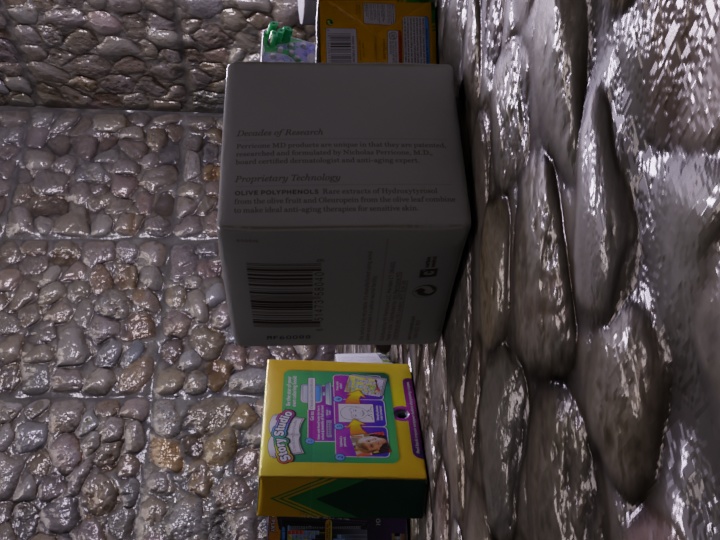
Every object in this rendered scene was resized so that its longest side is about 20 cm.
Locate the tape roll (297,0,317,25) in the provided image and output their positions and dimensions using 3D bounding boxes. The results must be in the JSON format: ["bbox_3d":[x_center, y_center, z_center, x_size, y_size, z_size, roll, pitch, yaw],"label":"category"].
[{"bbox_3d":[-0.042,-0.406,1.091,0.200,0.065,0.203,180,90,-83],"label":"tape roll"}]

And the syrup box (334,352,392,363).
[{"bbox_3d":[0.004,0.166,1.270,0.200,0.080,0.080,179,90,-86],"label":"syrup box"}]

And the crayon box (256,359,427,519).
[{"bbox_3d":[-0.023,0.180,0.975,0.201,0.170,0.059,-95,7,-60],"label":"crayon box"}]

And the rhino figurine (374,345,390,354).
[{"bbox_3d":[0.036,-0.011,1.005,0.087,0.059,0.202,-163,76,-83],"label":"rhino figurine"}]

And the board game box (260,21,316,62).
[{"bbox_3d":[-0.035,-0.240,1.176,0.026,0.198,0.201,121,156,-44],"label":"board game box"}]

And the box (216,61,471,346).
[{"bbox_3d":[-0.019,-0.052,0.778,0.200,0.198,0.173,95,173,-58],"label":"box"}]

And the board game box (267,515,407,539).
[{"bbox_3d":[-0.027,0.236,1.078,0.057,0.163,0.202,94,176,-66],"label":"board game box"}]

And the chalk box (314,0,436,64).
[{"bbox_3d":[0.011,-0.187,0.970,0.200,0.122,0.126,100,169,-73],"label":"chalk box"}]
